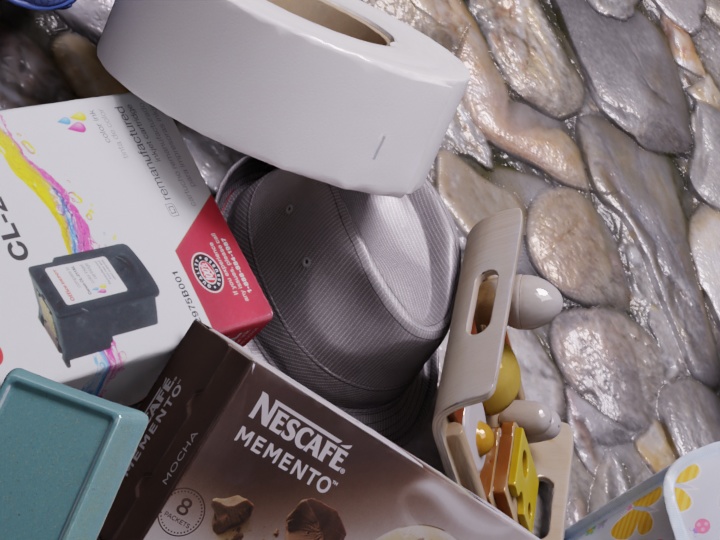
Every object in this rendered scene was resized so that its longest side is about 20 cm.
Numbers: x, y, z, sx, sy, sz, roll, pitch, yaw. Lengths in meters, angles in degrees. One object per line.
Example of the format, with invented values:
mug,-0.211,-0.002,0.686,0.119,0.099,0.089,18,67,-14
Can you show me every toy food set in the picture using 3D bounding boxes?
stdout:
toy food set,0.096,0.084,0.988,0.144,0.060,0.201,-77,155,-43

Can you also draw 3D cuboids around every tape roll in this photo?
tape roll,-0.041,-0.116,0.935,0.201,0.071,0.203,23,16,-7

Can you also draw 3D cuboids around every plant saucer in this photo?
plant saucer,-0.159,0.138,0.695,0.069,0.019,0.201,17,72,15

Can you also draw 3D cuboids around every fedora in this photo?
fedora,0.000,0.000,0.994,0.176,0.090,0.201,12,54,-39

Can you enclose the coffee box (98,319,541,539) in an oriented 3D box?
coffee box,-0.023,0.127,0.833,0.199,0.080,0.113,35,86,-28

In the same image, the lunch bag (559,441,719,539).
lunch bag,0.224,0.195,0.984,0.126,0.200,0.171,15,52,-37

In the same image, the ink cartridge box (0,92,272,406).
ink cartridge box,-0.162,0.000,0.840,0.199,0.083,0.147,-16,75,-50

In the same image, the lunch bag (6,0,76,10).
lunch bag,-0.199,-0.232,0.910,0.199,0.136,0.132,31,6,-19
